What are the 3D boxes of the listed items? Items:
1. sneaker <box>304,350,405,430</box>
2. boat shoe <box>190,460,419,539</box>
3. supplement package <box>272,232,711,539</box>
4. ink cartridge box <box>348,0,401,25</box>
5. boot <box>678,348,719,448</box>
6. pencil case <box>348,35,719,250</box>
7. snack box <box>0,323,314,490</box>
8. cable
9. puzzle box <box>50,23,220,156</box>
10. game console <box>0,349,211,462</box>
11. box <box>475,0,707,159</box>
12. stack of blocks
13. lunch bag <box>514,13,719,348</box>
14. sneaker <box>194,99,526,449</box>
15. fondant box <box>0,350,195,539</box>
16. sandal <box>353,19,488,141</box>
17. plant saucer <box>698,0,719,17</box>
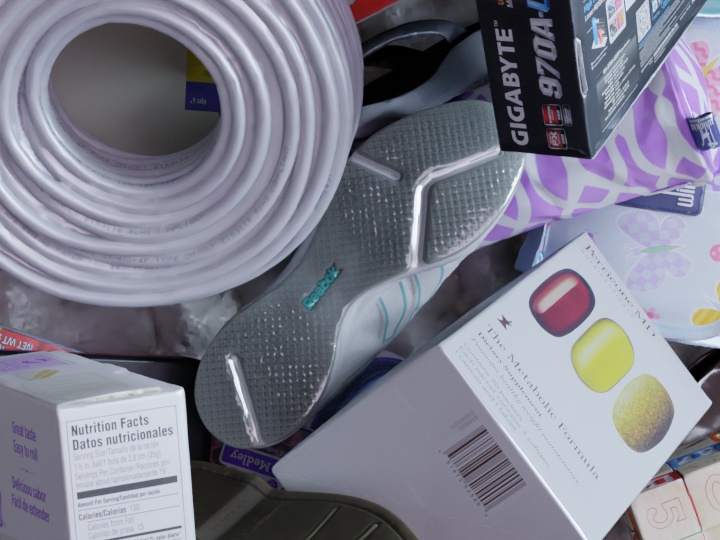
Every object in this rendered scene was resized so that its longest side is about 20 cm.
[{"bbox_3d":[0.019,0.143,1.042,0.080,0.146,0.201,15,87,-25],"label":"sneaker"},{"bbox_3d":[-0.026,0.138,0.916,0.072,0.200,0.068,-33,120,-25],"label":"boat shoe"},{"bbox_3d":[0.068,0.076,1.003,0.114,0.109,0.200,53,28,1],"label":"supplement package"},{"bbox_3d":[0.006,-0.193,0.969,0.045,0.200,0.177,30,65,-24],"label":"ink cartridge box"},{"bbox_3d":[0.245,0.108,1.184,0.200,0.072,0.167,-38,109,-15],"label":"boot"},{"bbox_3d":[0.082,-0.053,1.045,0.199,0.084,0.086,-17,121,20],"label":"pencil case"},{"bbox_3d":[-0.130,0.115,1.024,0.199,0.053,0.143,20,86,-24],"label":"snack box"},{"bbox_3d":[-0.099,-0.080,0.927,0.199,0.069,0.201,-3,117,5],"label":"cable"},{"bbox_3d":[-0.106,-0.093,1.039,0.199,0.025,0.134,2,91,-25],"label":"puzzle box"},{"bbox_3d":[-0.153,0.136,0.969,0.176,0.031,0.201,4,93,-24],"label":"game console"},{"bbox_3d":[0.108,-0.165,0.919,0.200,0.046,0.159,-51,139,-45],"label":"box"},{"bbox_3d":[0.232,0.100,1.097,0.199,0.115,0.059,-21,91,0],"label":"stack of blocks"},{"bbox_3d":[0.188,-0.045,1.120,0.199,0.127,0.170,9,95,-22],"label":"lunch bag"},{"bbox_3d":[0.000,0.000,1.001,0.070,0.080,0.200,43,89,9],"label":"sneaker"},{"bbox_3d":[-0.118,0.141,0.894,0.058,0.144,0.201,-6,97,-27],"label":"fondant box"},{"bbox_3d":[0.025,-0.104,1.058,0.200,0.076,0.043,-33,105,-45],"label":"sandal"},{"bbox_3d":[0.163,-0.224,1.063,0.199,0.027,0.201,1,87,-24],"label":"plant saucer"}]
